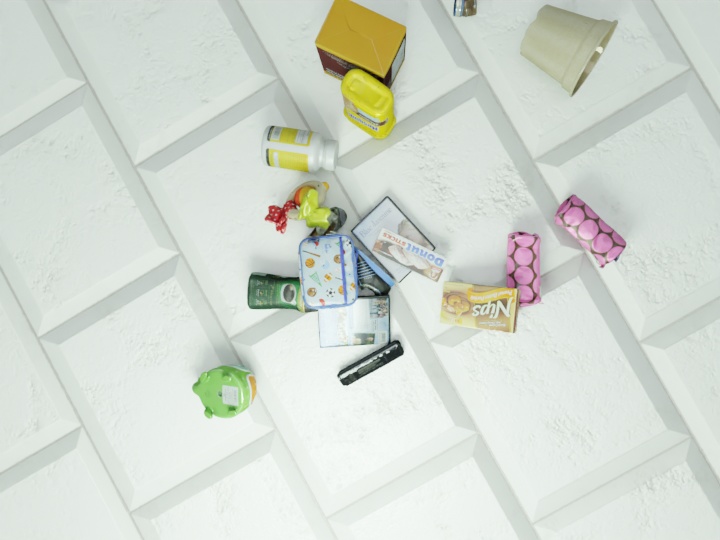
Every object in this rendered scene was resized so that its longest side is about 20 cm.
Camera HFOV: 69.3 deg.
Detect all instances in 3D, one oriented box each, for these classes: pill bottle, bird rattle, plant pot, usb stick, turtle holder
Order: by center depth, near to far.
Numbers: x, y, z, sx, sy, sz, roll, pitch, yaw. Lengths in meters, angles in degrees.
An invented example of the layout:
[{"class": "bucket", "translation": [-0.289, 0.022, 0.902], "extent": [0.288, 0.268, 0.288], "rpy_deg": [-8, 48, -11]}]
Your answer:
[{"class": "plant pot", "translation": [0.530, -0.591, 1.363], "extent": [0.183, 0.200, 0.201], "rpy_deg": [35, 91, 15]}, {"class": "turtle holder", "translation": [-0.367, 0.330, 1.421], "extent": [0.185, 0.132, 0.142], "rpy_deg": [-30, 84, 23]}, {"class": "pill bottle", "translation": [-0.163, -0.329, 1.430], "extent": [0.198, 0.111, 0.112], "rpy_deg": [10, 90, 4]}, {"class": "bird rattle", "translation": [-0.160, -0.175, 1.430], "extent": [0.113, 0.199, 0.164], "rpy_deg": [45, 57, -34]}, {"class": "usb stick", "translation": [0.029, 0.257, 1.444], "extent": [0.199, 0.033, 0.056], "rpy_deg": [-30, 122, 3]}]

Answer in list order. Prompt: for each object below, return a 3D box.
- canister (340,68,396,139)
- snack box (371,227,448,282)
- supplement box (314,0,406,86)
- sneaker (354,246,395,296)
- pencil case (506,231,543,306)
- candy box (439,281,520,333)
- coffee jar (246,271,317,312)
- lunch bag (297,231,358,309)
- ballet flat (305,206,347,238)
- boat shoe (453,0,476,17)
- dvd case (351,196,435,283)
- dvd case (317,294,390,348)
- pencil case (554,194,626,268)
[{"class": "canister", "translation": [0.021, -0.435, 1.375], "extent": [0.148, 0.200, 0.087], "rpy_deg": [35, 91, 3]}, {"class": "snack box", "translation": [0.134, -0.042, 1.416], "extent": [0.199, 0.024, 0.072], "rpy_deg": [26, 92, 3]}, {"class": "supplement box", "translation": [0.005, -0.578, 1.378], "extent": [0.196, 0.200, 0.134], "rpy_deg": [26, 91, 3]}, {"class": "sneaker", "translation": [0.000, 0.000, 1.435], "extent": [0.200, 0.070, 0.078], "rpy_deg": [41, 86, 2]}, {"class": "pencil case", "translation": [0.442, -0.005, 1.400], "extent": [0.093, 0.090, 0.202], "rpy_deg": [-1, 91, 39]}, {"class": "candy box", "translation": [0.316, 0.096, 1.387], "extent": [0.198, 0.055, 0.117], "rpy_deg": [6, 91, 26]}, {"class": "coffee jar", "translation": [-0.207, 0.062, 1.439], "extent": [0.198, 0.085, 0.105], "rpy_deg": [4, 89, 3]}, {"class": "lunch bag", "translation": [-0.080, 0.000, 1.366], "extent": [0.159, 0.076, 0.202], "rpy_deg": [-4, 84, -4]}, {"class": "ballet flat", "translation": [-0.116, -0.096, 1.444], "extent": [0.072, 0.072, 0.201], "rpy_deg": [37, 92, 3]}, {"class": "boat shoe", "translation": [0.303, -0.800, 1.433], "extent": [0.072, 0.072, 0.202], "rpy_deg": [7, 99, -1]}, {"class": "dvd case", "translation": [0.091, -0.086, 1.448], "extent": [0.143, 0.018, 0.200], "rpy_deg": [-43, 87, 3]}, {"class": "dvd case", "translation": [-0.016, 0.139, 1.426], "extent": [0.198, 0.018, 0.144], "rpy_deg": [-3, 107, -4]}, {"class": "pencil case", "translation": [0.605, -0.104, 1.385], "extent": [0.200, 0.091, 0.094], "rpy_deg": [45, 103, 5]}]
